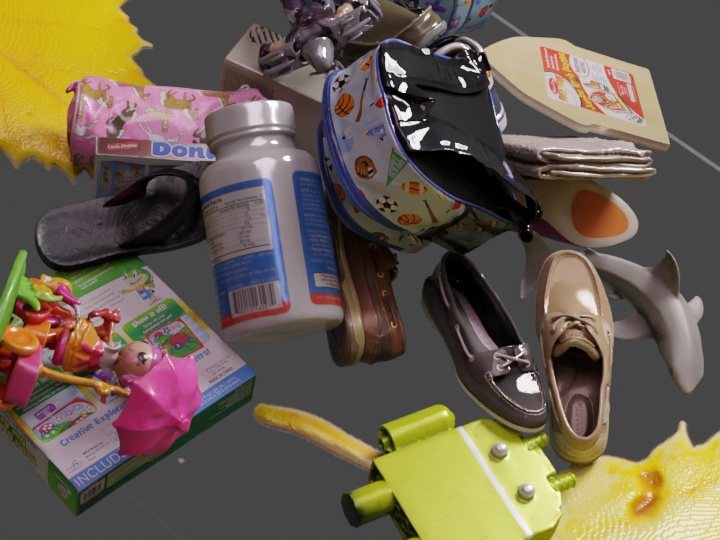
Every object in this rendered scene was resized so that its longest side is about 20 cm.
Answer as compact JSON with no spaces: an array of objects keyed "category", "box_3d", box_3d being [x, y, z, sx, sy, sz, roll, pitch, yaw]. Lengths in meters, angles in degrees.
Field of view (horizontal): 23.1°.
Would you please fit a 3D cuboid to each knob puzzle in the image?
[{"category":"knob puzzle","box_3d":[0.214,-0.186,1.831,0.217,0.031,0.220,15,31,-9]}]

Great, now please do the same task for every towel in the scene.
[{"category":"towel","box_3d":[0.189,-0.112,1.707,0.131,0.035,0.200,0,8,-20]}]

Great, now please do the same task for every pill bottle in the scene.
[{"category":"pill bottle","box_3d":[-0.083,-0.043,1.562,0.111,0.112,0.202,-6,80,-16]}]

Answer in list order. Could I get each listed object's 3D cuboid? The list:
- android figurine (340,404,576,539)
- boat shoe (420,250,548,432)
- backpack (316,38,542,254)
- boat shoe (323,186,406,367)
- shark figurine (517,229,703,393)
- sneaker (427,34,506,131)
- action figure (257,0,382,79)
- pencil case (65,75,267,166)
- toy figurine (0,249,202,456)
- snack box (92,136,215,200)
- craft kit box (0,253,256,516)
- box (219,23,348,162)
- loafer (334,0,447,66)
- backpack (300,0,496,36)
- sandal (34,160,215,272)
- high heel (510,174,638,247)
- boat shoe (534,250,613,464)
[{"category":"android figurine","box_3d":[0.090,0.194,1.502,0.198,0.041,0.183,-17,55,-22]},{"category":"boat shoe","box_3d":[0.112,0.061,1.586,0.066,0.057,0.201,-6,42,-28]},{"category":"backpack","box_3d":[0.045,-0.113,1.579,0.190,0.153,0.202,26,41,-54]},{"category":"boat shoe","box_3d":[0.000,0.000,1.632,0.067,0.072,0.202,2,56,-16]},{"category":"shark figurine","box_3d":[0.256,0.007,1.666,0.214,0.090,0.128,35,50,15]},{"category":"sneaker","box_3d":[0.087,-0.202,1.768,0.078,0.080,0.200,-29,32,-6]},{"category":"action figure","box_3d":[-0.046,-0.246,1.706,0.129,0.070,0.201,-18,42,4]},{"category":"pencil case","box_3d":[-0.186,-0.137,1.699,0.198,0.083,0.087,3,50,-8]},{"category":"toy figurine","box_3d":[-0.219,0.080,1.448,0.183,0.151,0.200,21,23,-11]},{"category":"snack box","box_3d":[-0.152,-0.089,1.670,0.198,0.072,0.025,3,54,-9]},{"category":"craft kit box","box_3d":[-0.227,0.086,1.526,0.199,0.049,0.197,-31,65,-32]},{"category":"box","box_3d":[-0.040,-0.161,1.752,0.199,0.083,0.069,26,49,9]},{"category":"loafer","box_3d":[0.006,-0.240,1.764,0.075,0.070,0.199,-42,24,-30]},{"category":"backpack","box_3d":[0.043,-0.316,1.841,0.199,0.183,0.135,37,54,9]},{"category":"sandal","box_3d":[-0.194,-0.051,1.583,0.199,0.048,0.076,-22,73,-25]},{"category":"high heel","box_3d":[0.167,-0.059,1.724,0.198,0.096,0.068,6,87,-15]},{"category":"boat shoe","box_3d":[0.196,0.068,1.578,0.070,0.065,0.202,-4,67,1]}]
